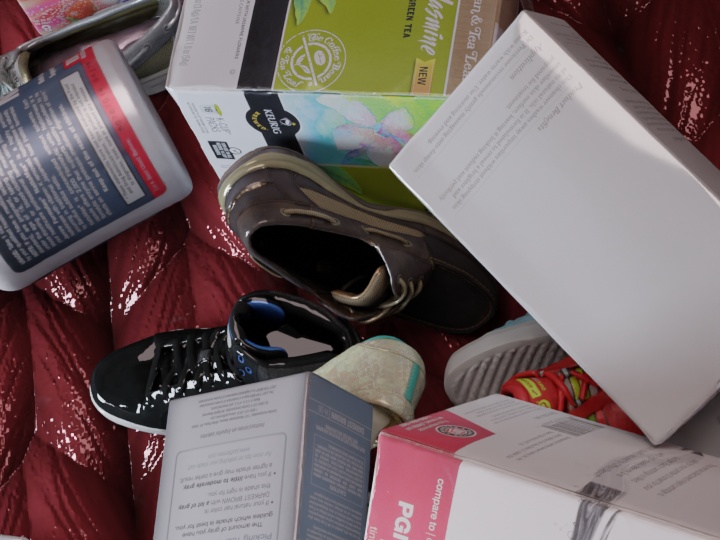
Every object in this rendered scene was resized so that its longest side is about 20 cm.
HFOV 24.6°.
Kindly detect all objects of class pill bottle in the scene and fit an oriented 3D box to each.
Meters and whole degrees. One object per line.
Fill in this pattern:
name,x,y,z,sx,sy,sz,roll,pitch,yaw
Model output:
pill bottle,-0.225,-0.057,1.105,0.199,0.120,0.120,-29,61,-2

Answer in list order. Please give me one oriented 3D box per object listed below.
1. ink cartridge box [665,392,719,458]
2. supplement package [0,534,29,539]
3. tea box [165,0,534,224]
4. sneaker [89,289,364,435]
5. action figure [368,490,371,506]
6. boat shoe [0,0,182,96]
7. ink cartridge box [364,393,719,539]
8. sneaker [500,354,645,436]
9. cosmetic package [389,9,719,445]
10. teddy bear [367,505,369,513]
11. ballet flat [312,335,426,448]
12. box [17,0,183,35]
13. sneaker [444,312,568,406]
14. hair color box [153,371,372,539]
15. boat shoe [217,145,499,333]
ink cartridge box,0.211,0.145,0.875,0.200,0.083,0.146,-42,57,25
supplement package,-0.248,0.261,0.954,0.120,0.120,0.202,4,65,14
tea box,0.009,-0.112,1.029,0.195,0.200,0.135,2,64,15
sneaker,-0.087,0.050,1.023,0.198,0.112,0.074,-1,62,13
action figure,0.033,0.188,0.963,0.199,0.055,0.118,34,79,30
boat shoe,-0.213,-0.143,1.175,0.200,0.065,0.075,-18,61,5
ink cartridge box,0.119,0.129,0.775,0.198,0.145,0.086,13,99,27
sneaker,0.124,0.076,0.929,0.200,0.085,0.077,-46,45,25
cosmetic package,0.126,-0.024,0.837,0.200,0.081,0.113,47,109,10
teddy bear,0.013,0.164,0.896,0.199,0.067,0.145,26,55,38
ballet flat,-0.042,0.104,0.965,0.200,0.067,0.063,-38,30,33
box,-0.156,-0.252,1.198,0.198,0.095,0.104,-8,63,10
sneaker,0.146,0.034,1.010,0.198,0.074,0.082,-16,33,11
hair color box,-0.054,0.162,0.843,0.098,0.060,0.202,-14,60,34
boat shoe,0.000,0.000,0.996,0.075,0.199,0.074,-49,30,32
